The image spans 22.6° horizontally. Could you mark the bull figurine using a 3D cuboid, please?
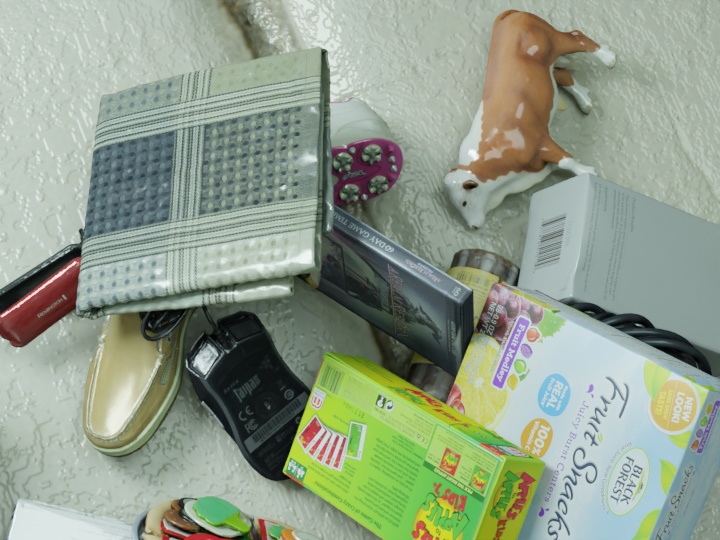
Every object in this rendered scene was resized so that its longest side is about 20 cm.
[{"bbox_3d":[0.141,-0.124,1.514,0.121,0.065,0.200,17,73,-14],"label":"bull figurine"}]

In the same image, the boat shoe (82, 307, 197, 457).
[{"bbox_3d":[-0.168,0.040,1.370,0.072,0.076,0.200,9,66,14],"label":"boat shoe"}]

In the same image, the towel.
[{"bbox_3d":[-0.110,-0.062,1.319,0.200,0.035,0.193,-10,61,21],"label":"towel"}]

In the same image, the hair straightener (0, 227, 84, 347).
[{"bbox_3d":[-0.203,-0.026,1.379,0.200,0.077,0.041,-41,124,2],"label":"hair straightener"}]

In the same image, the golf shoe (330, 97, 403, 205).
[{"bbox_3d":[-0.070,-0.092,1.454,0.200,0.075,0.092,-7,45,-9],"label":"golf shoe"}]

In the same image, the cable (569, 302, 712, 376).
[{"bbox_3d":[0.200,0.098,1.420,0.200,0.163,0.051,12,36,-2],"label":"cable"}]

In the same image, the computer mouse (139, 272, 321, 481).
[{"bbox_3d":[-0.077,0.056,1.385,0.140,0.046,0.200,-45,118,-16],"label":"computer mouse"}]

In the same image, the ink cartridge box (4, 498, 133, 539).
[{"bbox_3d":[-0.223,0.276,1.311,0.109,0.050,0.200,15,72,-11],"label":"ink cartridge box"}]

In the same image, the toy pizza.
[{"bbox_3d":[-0.068,0.212,1.300,0.200,0.200,0.032,20,103,-9],"label":"toy pizza"}]

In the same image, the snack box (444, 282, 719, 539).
[{"bbox_3d":[0.155,0.123,1.298,0.068,0.200,0.169,9,104,-52],"label":"snack box"}]

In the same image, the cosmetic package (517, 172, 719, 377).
[{"bbox_3d":[0.233,0.008,1.466,0.200,0.081,0.113,22,68,-27],"label":"cosmetic package"}]

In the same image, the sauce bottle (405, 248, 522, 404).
[{"bbox_3d":[0.070,0.080,1.435,0.065,0.065,0.200,26,69,-6],"label":"sauce bottle"}]

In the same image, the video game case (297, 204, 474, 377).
[{"bbox_3d":[0.000,0.000,1.365,0.200,0.143,0.019,33,70,18],"label":"video game case"}]

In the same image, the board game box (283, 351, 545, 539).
[{"bbox_3d":[0.035,0.145,1.321,0.048,0.200,0.102,11,102,-44],"label":"board game box"}]
